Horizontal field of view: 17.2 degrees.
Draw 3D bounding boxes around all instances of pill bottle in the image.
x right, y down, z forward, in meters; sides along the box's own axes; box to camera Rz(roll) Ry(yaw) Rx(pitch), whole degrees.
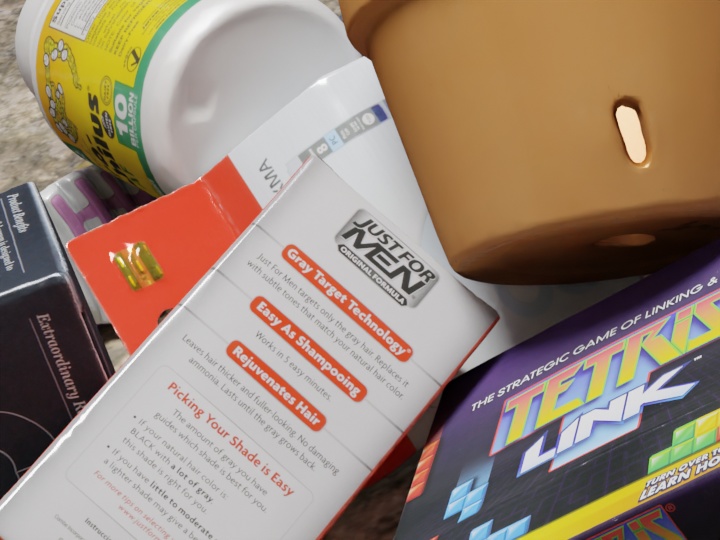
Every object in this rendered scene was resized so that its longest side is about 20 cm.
[{"bbox_3d":[-0.089,-0.093,1.126,0.113,0.113,0.200,-29,28,-20],"label":"pill bottle"}]

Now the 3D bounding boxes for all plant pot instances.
[{"bbox_3d":[0.093,-0.076,0.930,0.199,0.141,0.200,-6,-11,-1],"label":"plant pot"}]

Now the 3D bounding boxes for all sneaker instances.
[{"bbox_3d":[-0.171,0.009,1.186,0.200,0.081,0.088,-31,10,-31],"label":"sneaker"}]

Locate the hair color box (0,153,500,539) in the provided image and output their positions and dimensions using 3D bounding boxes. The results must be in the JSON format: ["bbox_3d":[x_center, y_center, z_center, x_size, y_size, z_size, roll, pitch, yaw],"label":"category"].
[{"bbox_3d":[-0.047,0.063,0.906,0.200,0.101,0.061,-48,-1,-25],"label":"hair color box"}]

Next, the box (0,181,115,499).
[{"bbox_3d":[-0.193,0.078,0.974,0.199,0.149,0.107,-21,27,-6],"label":"box"}]

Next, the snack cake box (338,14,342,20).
[{"bbox_3d":[0.006,-0.067,1.214,0.115,0.067,0.200,-3,30,33],"label":"snack cake box"}]

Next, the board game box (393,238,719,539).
[{"bbox_3d":[0.106,0.062,0.841,0.200,0.057,0.166,-30,21,26],"label":"board game box"}]

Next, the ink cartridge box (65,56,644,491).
[{"bbox_3d":[0.000,0.000,1.002,0.199,0.160,0.047,-27,-17,-20],"label":"ink cartridge box"}]

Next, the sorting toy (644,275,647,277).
[{"bbox_3d":[0.154,-0.059,1.076,0.200,0.107,0.180,-16,34,49],"label":"sorting toy"}]
